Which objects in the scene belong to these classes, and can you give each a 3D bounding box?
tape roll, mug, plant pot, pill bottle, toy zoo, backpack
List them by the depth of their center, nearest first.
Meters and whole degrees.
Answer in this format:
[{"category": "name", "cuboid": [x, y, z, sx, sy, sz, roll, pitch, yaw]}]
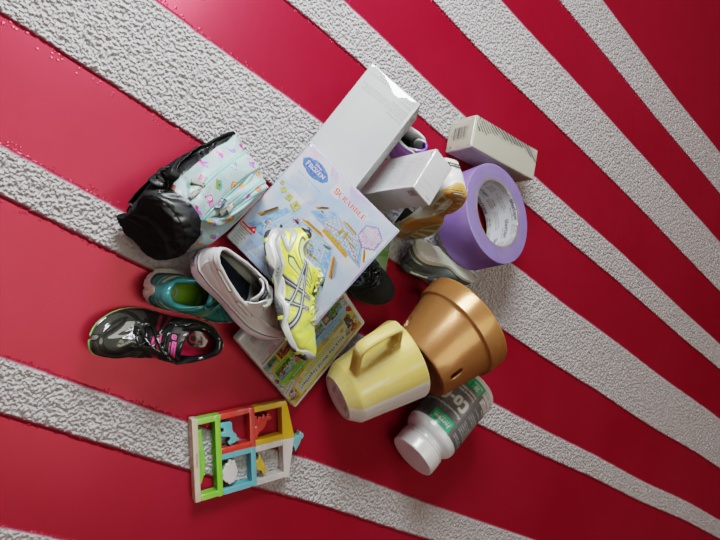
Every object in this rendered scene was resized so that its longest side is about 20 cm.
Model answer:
[{"category": "backpack", "cuboid": [-0.232, -0.108, 0.866, 0.128, 0.165, 0.200, 55, 48, -17]}, {"category": "toy zoo", "cuboid": [-0.185, 0.292, 0.988, 0.196, 0.020, 0.135, -5, 95, -35]}, {"category": "mug", "cuboid": [0.017, 0.174, 1.056, 0.151, 0.149, 0.190, -25, 113, -22]}, {"category": "plant pot", "cuboid": [0.156, 0.138, 1.118, 0.139, 0.199, 0.203, -37, 112, -21]}, {"category": "pill bottle", "cuboid": [0.164, 0.295, 1.175, 0.200, 0.112, 0.114, -42, 114, -27]}, {"category": "tape roll", "cuboid": [0.248, -0.107, 1.211, 0.197, 0.084, 0.205, 10, 74, -38]}]

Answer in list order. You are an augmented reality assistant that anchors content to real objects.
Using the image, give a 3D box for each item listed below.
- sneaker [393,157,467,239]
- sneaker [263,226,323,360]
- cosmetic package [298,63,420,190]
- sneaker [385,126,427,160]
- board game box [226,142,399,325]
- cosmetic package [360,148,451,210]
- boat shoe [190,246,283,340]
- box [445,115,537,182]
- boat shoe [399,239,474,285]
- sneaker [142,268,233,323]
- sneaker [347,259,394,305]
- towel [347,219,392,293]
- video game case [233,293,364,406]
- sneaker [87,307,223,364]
[{"category": "sneaker", "cuboid": [0.127, -0.129, 1.098, 0.074, 0.199, 0.090, 12, 60, -29]}, {"category": "sneaker", "cuboid": [-0.089, 0.033, 0.887, 0.075, 0.075, 0.205, -13, 92, 2]}, {"category": "cosmetic package", "cuboid": [-0.001, -0.225, 1.004, 0.112, 0.081, 0.201, 41, 90, 2]}, {"category": "sneaker", "cuboid": [0.098, -0.192, 1.109, 0.200, 0.113, 0.073, 45, 67, -29]}, {"category": "board game box", "cuboid": [-0.074, -0.057, 0.943, 0.200, 0.041, 0.200, 44, 92, 1]}, {"category": "cosmetic package", "cuboid": [0.063, -0.151, 1.034, 0.050, 0.198, 0.084, 40, 71, -27]}, {"category": "boat shoe", "cuboid": [-0.163, 0.039, 0.879, 0.200, 0.064, 0.075, 44, 49, -40]}, {"category": "box", "cuboid": [0.278, -0.251, 1.252, 0.197, 0.081, 0.070, 17, 81, -35]}, {"category": "boat shoe", "cuboid": [0.157, -0.005, 1.201, 0.198, 0.062, 0.074, 19, 39, -43]}, {"category": "sneaker", "cuboid": [-0.229, 0.044, 0.907, 0.197, 0.079, 0.080, 7, 90, -44]}, {"category": "sneaker", "cuboid": [0.000, 0.000, 1.039, 0.199, 0.081, 0.074, 40, 71, -32]}, {"category": "towel", "cuboid": [-0.031, -0.036, 1.082, 0.197, 0.030, 0.153, 9, 89, -37]}, {"category": "video game case", "cuboid": [-0.097, 0.101, 1.018, 0.201, 0.023, 0.183, -49, 127, -21]}, {"category": "sneaker", "cuboid": [-0.291, 0.096, 0.868, 0.196, 0.083, 0.079, 4, 89, -35]}]
